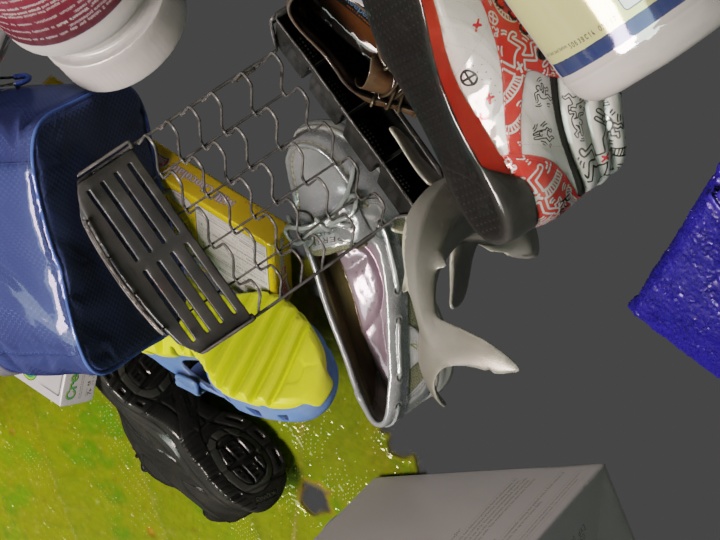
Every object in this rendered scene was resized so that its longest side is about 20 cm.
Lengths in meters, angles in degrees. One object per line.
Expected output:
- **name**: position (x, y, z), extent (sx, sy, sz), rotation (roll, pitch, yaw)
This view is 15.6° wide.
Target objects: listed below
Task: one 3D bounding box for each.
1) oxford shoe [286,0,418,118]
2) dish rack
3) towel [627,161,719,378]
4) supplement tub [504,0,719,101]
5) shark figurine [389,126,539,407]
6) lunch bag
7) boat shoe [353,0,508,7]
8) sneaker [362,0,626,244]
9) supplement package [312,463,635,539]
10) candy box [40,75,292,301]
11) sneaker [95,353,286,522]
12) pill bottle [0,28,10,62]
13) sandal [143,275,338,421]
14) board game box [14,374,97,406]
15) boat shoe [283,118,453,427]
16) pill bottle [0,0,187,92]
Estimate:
- **oxford shoe**: position (0.037, -0.112, 1.572), extent (0.200, 0.084, 0.073), rotation (35, 130, 10)
- **dish rack**: position (-0.068, -0.052, 1.616), extent (0.153, 0.200, 0.055), rotation (54, 166, 6)
- **towel**: position (0.261, 0.036, 1.525), extent (0.200, 0.050, 0.148), rotation (37, 134, 11)
- **supplement tub**: position (0.120, -0.208, 1.399), extent (0.145, 0.145, 0.200), rotation (-31, 98, 45)
- **shark figurine**: position (0.067, -0.024, 1.524), extent (0.089, 0.215, 0.128), rotation (-26, 107, 26)
- **lunch bag**: position (-0.213, -0.032, 1.687), extent (0.132, 0.136, 0.200), rotation (-5, 104, 31)
- **boat shoe**: position (0.056, -0.158, 1.522), extent (0.200, 0.065, 0.074), rotation (34, 98, -22)
- **sneaker**: position (0.078, -0.125, 1.473), extent (0.067, 0.108, 0.202), rotation (-5, 112, 63)
- **supplement package**: position (0.075, 0.212, 1.736), extent (0.200, 0.121, 0.120), rotation (-7, 115, 40)
- **candy box**: position (-0.132, -0.050, 1.761), extent (0.200, 0.026, 0.102), rotation (32, 159, 15)
- **sneaker**: position (-0.144, 0.105, 1.870), extent (0.200, 0.076, 0.091), rotation (51, 146, 3)
- **pill bottle**: position (-0.261, -0.221, 1.704), extent (0.116, 0.116, 0.200), rotation (39, 134, 9)
- **sandal**: position (-0.080, 0.058, 1.770), extent (0.200, 0.080, 0.087), rotation (24, 161, 47)
- **board game box**: position (-0.252, -0.004, 1.849), extent (0.200, 0.035, 0.126), rotation (29, 117, 36)
- **boat shoe**: position (-0.001, 0.001, 1.688), extent (0.074, 0.065, 0.202), rotation (-4, 112, 38)
- **pill bottle**: position (-0.193, -0.199, 1.582), extent (0.109, 0.110, 0.200), rotation (7, 154, 34)
